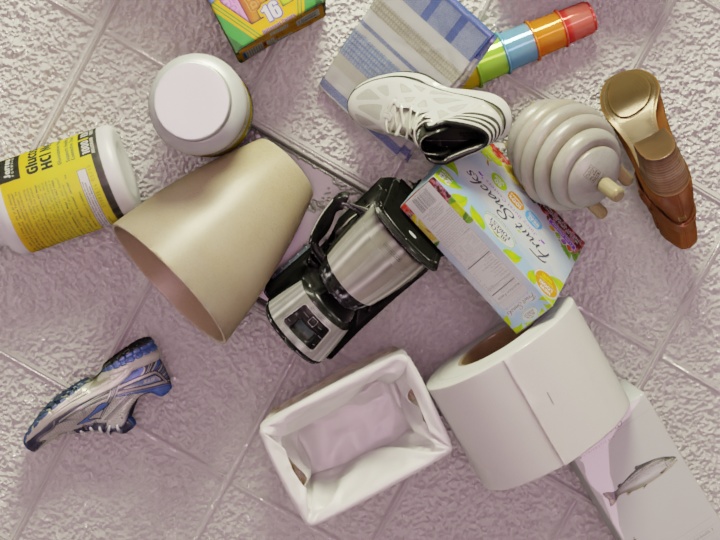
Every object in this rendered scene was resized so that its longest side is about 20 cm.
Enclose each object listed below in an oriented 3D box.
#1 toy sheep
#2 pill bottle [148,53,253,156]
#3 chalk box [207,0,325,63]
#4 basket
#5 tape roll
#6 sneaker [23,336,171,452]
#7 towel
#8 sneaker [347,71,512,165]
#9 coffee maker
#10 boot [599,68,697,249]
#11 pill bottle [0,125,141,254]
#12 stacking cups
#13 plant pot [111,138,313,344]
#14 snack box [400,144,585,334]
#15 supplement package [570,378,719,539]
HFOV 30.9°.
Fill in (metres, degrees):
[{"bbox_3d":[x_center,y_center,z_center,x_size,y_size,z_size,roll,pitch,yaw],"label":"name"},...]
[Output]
[{"bbox_3d":[0.243,-0.130,1.513,0.136,0.200,0.140,-17,123,-28],"label":"toy sheep"},{"bbox_3d":[-0.182,-0.187,1.482,0.111,0.200,0.115,0,94,-2],"label":"pill bottle"},{"bbox_3d":[-0.138,-0.364,1.511,0.123,0.125,0.202,-29,93,0],"label":"chalk box"},{"bbox_3d":[-0.006,0.190,1.552,0.198,0.123,0.137,-27,95,1],"label":"basket"},{"bbox_3d":[0.194,0.141,1.515,0.201,0.203,0.140,-31,94,1],"label":"tape roll"},{"bbox_3d":[-0.314,0.169,1.568,0.199,0.077,0.086,-34,98,1],"label":"sneaker"},{"bbox_3d":[0.053,-0.244,1.527,0.146,0.024,0.201,41,120,4],"label":"towel"},{"bbox_3d":[0.063,-0.173,1.469,0.197,0.115,0.077,9,113,20],"label":"sneaker"},{"bbox_3d":[0.000,0.000,1.530,0.199,0.192,0.136,-40,77,21],"label":"coffee maker"},{"bbox_3d":[0.352,-0.135,1.553,0.076,0.201,0.156,-25,131,5],"label":"boot"},{"bbox_3d":[-0.367,-0.087,1.528,0.197,0.112,0.114,-19,94,-1],"label":"pill bottle"},{"bbox_3d":[0.186,-0.272,1.559,0.198,0.061,0.061,-26,94,-2],"label":"stacking cups"},{"bbox_3d":[-0.154,-0.051,1.517,0.200,0.187,0.188,-45,94,-15],"label":"plant pot"},{"bbox_3d":[0.158,-0.051,1.515,0.200,0.169,0.068,46,125,-3],"label":"snack box"},{"bbox_3d":[0.332,0.252,1.568,0.116,0.117,0.202,-32,94,2],"label":"supplement package"}]
